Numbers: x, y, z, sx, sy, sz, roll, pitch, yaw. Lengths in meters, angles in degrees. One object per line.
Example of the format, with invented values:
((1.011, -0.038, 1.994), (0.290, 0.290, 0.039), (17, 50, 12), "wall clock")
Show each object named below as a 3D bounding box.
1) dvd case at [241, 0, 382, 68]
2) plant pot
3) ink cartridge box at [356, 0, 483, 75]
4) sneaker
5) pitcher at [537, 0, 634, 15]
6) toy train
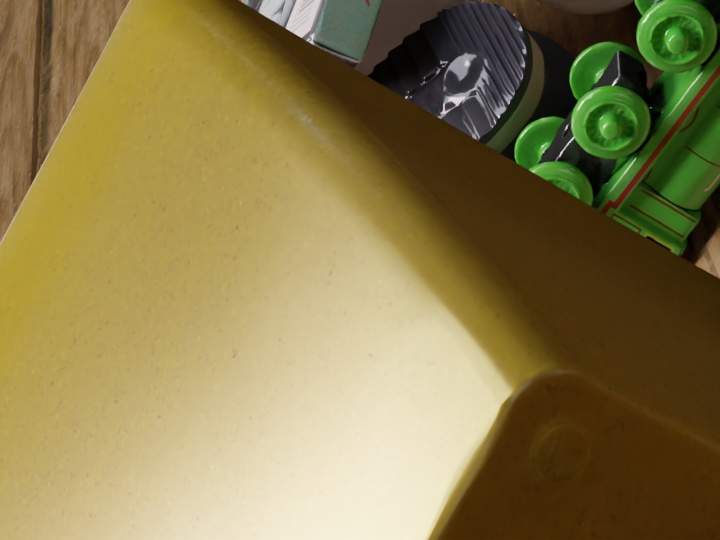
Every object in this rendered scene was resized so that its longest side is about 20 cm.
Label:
((-0.027, -0.097, 0.957), (0.200, 0.022, 0.146), (-38, 31, 60), "dvd case")
((0.017, 0.077, 0.647), (0.200, 0.200, 0.176), (-61, 30, 1), "plant pot")
((-0.036, -0.009, 1.043), (0.145, 0.084, 0.201), (-12, 52, 65), "ink cartridge box")
((0.000, 0.000, 0.907), (0.200, 0.082, 0.070), (-35, 50, 27), "sneaker")
((0.101, -0.208, 0.931), (0.171, 0.121, 0.201), (-29, 47, 46), "pitcher")
((0.074, -0.027, 0.824), (0.200, 0.056, 0.042), (-53, 15, 26), "toy train")
